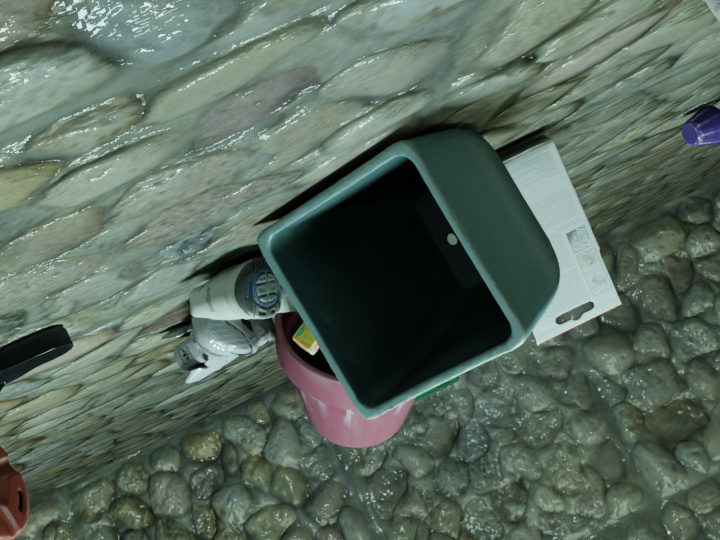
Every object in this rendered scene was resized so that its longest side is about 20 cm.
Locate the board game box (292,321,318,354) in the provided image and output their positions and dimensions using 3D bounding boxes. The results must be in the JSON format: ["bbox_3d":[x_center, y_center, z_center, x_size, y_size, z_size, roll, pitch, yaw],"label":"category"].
[{"bbox_3d":[0.000,0.000,1.371,0.200,0.030,0.096,-55,176,-5],"label":"board game box"}]

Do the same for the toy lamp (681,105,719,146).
[{"bbox_3d":[0.538,-0.223,1.867,0.200,0.058,0.058,-23,173,-25],"label":"toy lamp"}]

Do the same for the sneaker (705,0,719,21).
[{"bbox_3d":[0.330,-0.212,0.992,0.200,0.099,0.078,-22,173,-28],"label":"sneaker"}]

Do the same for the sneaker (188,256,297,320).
[{"bbox_3d":[-0.103,0.013,1.347,0.087,0.075,0.200,-10,178,25],"label":"sneaker"}]

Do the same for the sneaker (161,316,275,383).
[{"bbox_3d":[-0.174,0.083,1.507,0.115,0.075,0.200,-30,176,12],"label":"sneaker"}]

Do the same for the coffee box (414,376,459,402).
[{"bbox_3d":[0.041,0.078,1.743,0.123,0.200,0.044,-22,179,-36],"label":"coffee box"}]

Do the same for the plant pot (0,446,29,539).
[{"bbox_3d":[-0.489,0.280,1.463,0.195,0.201,0.201,-36,171,16],"label":"plant pot"}]

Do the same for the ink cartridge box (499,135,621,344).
[{"bbox_3d":[0.195,-0.033,1.430,0.109,0.200,0.050,-26,-167,1],"label":"ink cartridge box"}]

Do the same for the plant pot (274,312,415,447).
[{"bbox_3d":[-0.003,0.112,1.587,0.200,0.200,0.179,-23,143,-22],"label":"plant pot"}]

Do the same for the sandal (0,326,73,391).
[{"bbox_3d":[-0.355,0.112,1.203,0.200,0.043,0.076,-25,173,-2],"label":"sandal"}]

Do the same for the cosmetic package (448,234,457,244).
[{"bbox_3d":[0.142,-0.054,1.511,0.200,0.105,0.071,-23,174,-36],"label":"cosmetic package"}]

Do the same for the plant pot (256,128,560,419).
[{"bbox_3d":[0.069,-0.017,1.207,0.196,0.196,0.200,-31,-179,37],"label":"plant pot"}]
